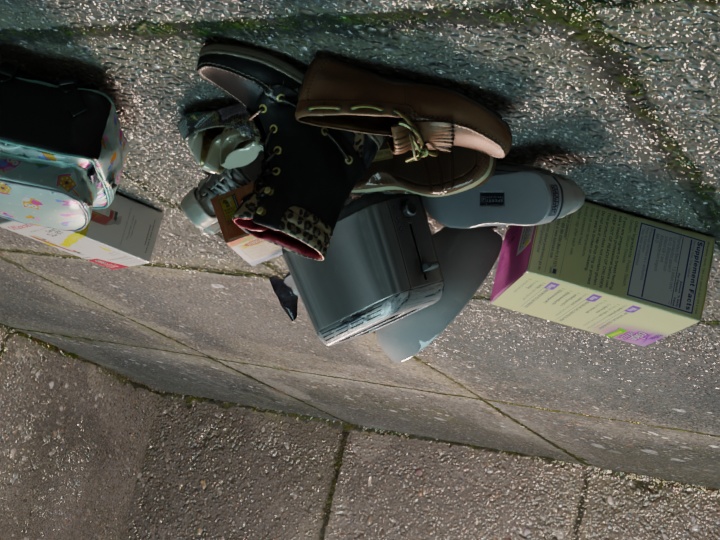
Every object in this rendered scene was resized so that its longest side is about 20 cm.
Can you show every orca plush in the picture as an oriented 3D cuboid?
[{"bbox_3d":[-0.012,-0.004,1.454,0.105,0.200,0.071,43,167,20],"label":"orca plush"}]

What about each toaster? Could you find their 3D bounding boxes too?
[{"bbox_3d":[0.000,0.000,1.306,0.199,0.130,0.113,-26,171,39],"label":"toaster"}]

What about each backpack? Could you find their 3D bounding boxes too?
[{"bbox_3d":[-0.355,-0.130,1.327,0.174,0.155,0.200,9,172,2],"label":"backpack"}]

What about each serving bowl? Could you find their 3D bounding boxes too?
[{"bbox_3d":[0.080,0.013,1.410,0.066,0.201,0.200,40,161,-8],"label":"serving bowl"}]

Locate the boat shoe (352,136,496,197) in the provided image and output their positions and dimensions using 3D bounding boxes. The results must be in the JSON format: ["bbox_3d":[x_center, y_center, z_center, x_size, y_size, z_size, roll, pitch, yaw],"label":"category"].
[{"bbox_3d":[0.060,-0.112,1.191,0.201,0.076,0.074,6,-178,40],"label":"boat shoe"}]

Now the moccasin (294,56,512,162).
[{"bbox_3d":[0.040,-0.135,1.075,0.199,0.078,0.074,16,166,-5],"label":"moccasin"}]

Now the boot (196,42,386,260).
[{"bbox_3d":[-0.085,-0.113,1.121,0.199,0.152,0.073,27,165,-20],"label":"boot"}]

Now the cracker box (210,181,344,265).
[{"bbox_3d":[-0.085,-0.064,1.338,0.133,0.058,0.200,-21,172,0],"label":"cracker box"}]

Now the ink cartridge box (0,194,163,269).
[{"bbox_3d":[-0.418,-0.076,1.750,0.199,0.084,0.145,24,163,-32],"label":"ink cartridge box"}]

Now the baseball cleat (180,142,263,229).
[{"bbox_3d":[-0.149,-0.093,1.365,0.070,0.106,0.200,47,159,-7],"label":"baseball cleat"}]

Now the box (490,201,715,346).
[{"bbox_3d":[0.269,0.002,1.334,0.198,0.098,0.176,16,166,-2],"label":"box"}]

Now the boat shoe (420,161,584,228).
[{"bbox_3d":[0.143,-0.081,1.213,0.065,0.073,0.199,-4,-176,-38],"label":"boat shoe"}]

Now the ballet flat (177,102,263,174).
[{"bbox_3d":[-0.146,-0.140,1.265,0.072,0.073,0.199,24,163,-34],"label":"ballet flat"}]

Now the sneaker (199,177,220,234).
[{"bbox_3d":[-0.128,-0.055,1.550,0.199,0.082,0.075,21,163,-31],"label":"sneaker"}]
